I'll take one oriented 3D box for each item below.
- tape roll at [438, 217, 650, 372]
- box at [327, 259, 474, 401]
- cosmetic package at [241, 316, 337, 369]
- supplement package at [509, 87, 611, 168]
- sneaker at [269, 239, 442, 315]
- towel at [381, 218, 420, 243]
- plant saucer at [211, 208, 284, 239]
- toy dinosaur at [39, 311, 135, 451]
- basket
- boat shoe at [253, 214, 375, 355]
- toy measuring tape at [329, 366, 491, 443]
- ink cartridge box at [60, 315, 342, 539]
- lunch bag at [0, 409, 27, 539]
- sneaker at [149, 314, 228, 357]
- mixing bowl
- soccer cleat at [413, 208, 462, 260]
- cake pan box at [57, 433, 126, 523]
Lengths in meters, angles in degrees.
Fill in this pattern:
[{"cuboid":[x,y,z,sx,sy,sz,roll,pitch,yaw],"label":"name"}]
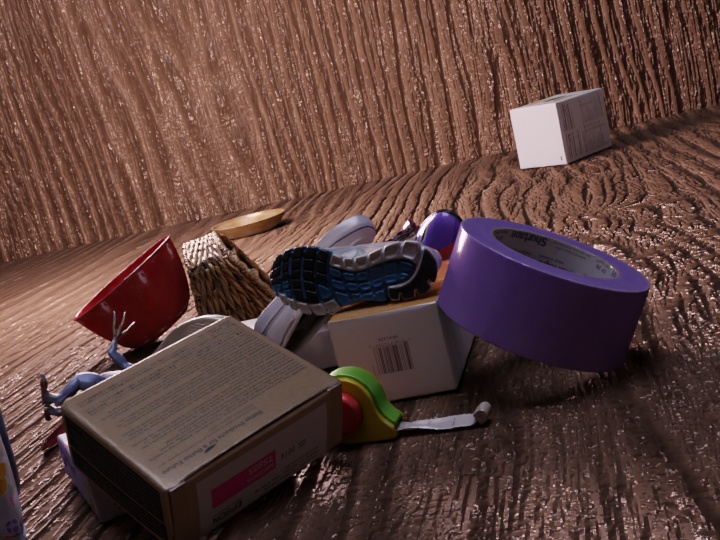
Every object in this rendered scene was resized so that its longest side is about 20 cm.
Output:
[{"cuboid":[0.183,0.020,1.064,0.197,0.086,0.200,16,16,-5],"label":"tape roll"},{"cuboid":[0.052,0.066,1.192,0.122,0.099,0.200,-12,10,14],"label":"box"},{"cuboid":[-0.100,0.094,1.368,0.197,0.053,0.151,-12,9,10],"label":"cosmetic package"},{"cuboid":[0.503,-0.356,2.653,0.198,0.153,0.150,-23,14,-40],"label":"supplement package"},{"cuboid":[-0.002,0.004,1.159,0.197,0.076,0.087,-3,7,19],"label":"sneaker"},{"cuboid":[0.000,0.000,1.376,0.144,0.023,0.200,-41,-1,22],"label":"towel"},{"cuboid":[-0.287,-0.117,2.744,0.197,0.036,0.200,-14,11,3],"label":"plant saucer"},{"cuboid":[-0.308,0.160,1.338,0.178,0.106,0.202,-3,46,-13],"label":"toy dinosaur"},{"cuboid":[-0.203,0.005,1.711,0.147,0.145,0.200,-15,11,-6],"label":"basket"},{"cuboid":[-0.042,0.027,1.249,0.201,0.065,0.073,-51,-34,15],"label":"boat shoe"},{"cuboid":[0.023,0.123,1.012,0.197,0.075,0.074,-10,11,20],"label":"toy measuring tape"},{"cuboid":[-0.139,0.137,0.950,0.164,0.076,0.199,27,40,37],"label":"ink cartridge box"},{"cuboid":[-0.400,0.173,1.015,0.126,0.172,0.199,-20,11,-25],"label":"lunch bag"},{"cuboid":[-0.194,0.109,1.234,0.199,0.076,0.084,-33,-14,32],"label":"sneaker"},{"cuboid":[-0.342,0.049,1.671,0.199,0.109,0.200,-39,11,9],"label":"mixing bowl"},{"cuboid":[0.076,0.002,1.390,0.073,0.068,0.201,-48,-5,-46],"label":"soccer cleat"},{"cuboid":[-0.193,0.176,1.072,0.197,0.053,0.184,-17,13,-22],"label":"cake pan box"}]
